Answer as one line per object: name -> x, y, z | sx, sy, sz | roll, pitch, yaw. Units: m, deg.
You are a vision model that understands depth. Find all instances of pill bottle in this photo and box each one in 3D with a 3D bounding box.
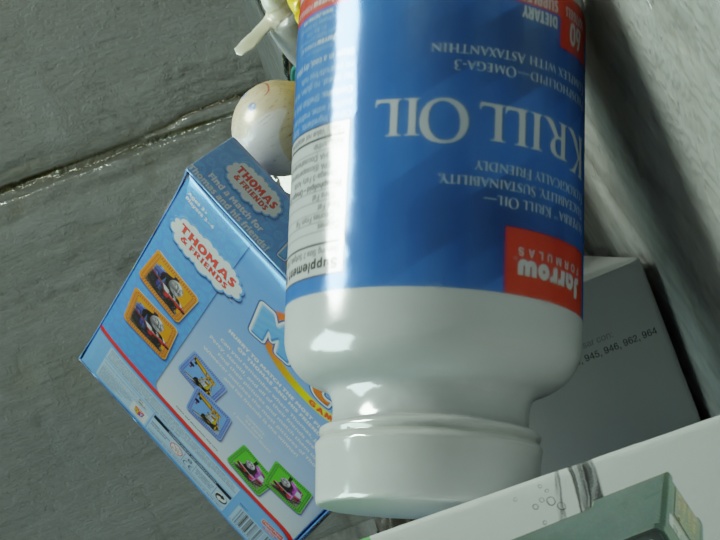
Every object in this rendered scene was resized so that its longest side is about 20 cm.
pill bottle -> 0.029, -0.010, 0.699 | 0.112, 0.112, 0.200 | 86, -175, -78

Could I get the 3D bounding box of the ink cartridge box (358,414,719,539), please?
ink cartridge box -> 0.078, 0.145, 0.624 | 0.084, 0.200, 0.146 | 82, 167, -62

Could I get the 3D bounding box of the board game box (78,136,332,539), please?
board game box -> -0.051, 0.047, 0.896 | 0.151, 0.037, 0.200 | 47, 146, 6

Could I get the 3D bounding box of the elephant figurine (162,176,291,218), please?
elephant figurine -> 0.000, 0.000, 1.013 | 0.200, 0.141, 0.155 | 10, -103, -53

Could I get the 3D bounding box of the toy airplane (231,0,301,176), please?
toy airplane -> 0.010, -0.074, 0.873 | 0.200, 0.141, 0.199 | 92, 157, -80

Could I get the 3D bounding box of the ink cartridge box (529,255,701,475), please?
ink cartridge box -> 0.107, 0.098, 0.832 | 0.146, 0.084, 0.200 | -170, 59, -85

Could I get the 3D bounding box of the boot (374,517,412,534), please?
boot -> 0.035, 0.078, 1.197 | 0.200, 0.069, 0.174 | -76, -23, -53

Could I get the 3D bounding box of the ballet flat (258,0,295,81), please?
ballet flat -> -0.017, -0.154, 1.174 | 0.200, 0.074, 0.074 | 72, 176, -58
